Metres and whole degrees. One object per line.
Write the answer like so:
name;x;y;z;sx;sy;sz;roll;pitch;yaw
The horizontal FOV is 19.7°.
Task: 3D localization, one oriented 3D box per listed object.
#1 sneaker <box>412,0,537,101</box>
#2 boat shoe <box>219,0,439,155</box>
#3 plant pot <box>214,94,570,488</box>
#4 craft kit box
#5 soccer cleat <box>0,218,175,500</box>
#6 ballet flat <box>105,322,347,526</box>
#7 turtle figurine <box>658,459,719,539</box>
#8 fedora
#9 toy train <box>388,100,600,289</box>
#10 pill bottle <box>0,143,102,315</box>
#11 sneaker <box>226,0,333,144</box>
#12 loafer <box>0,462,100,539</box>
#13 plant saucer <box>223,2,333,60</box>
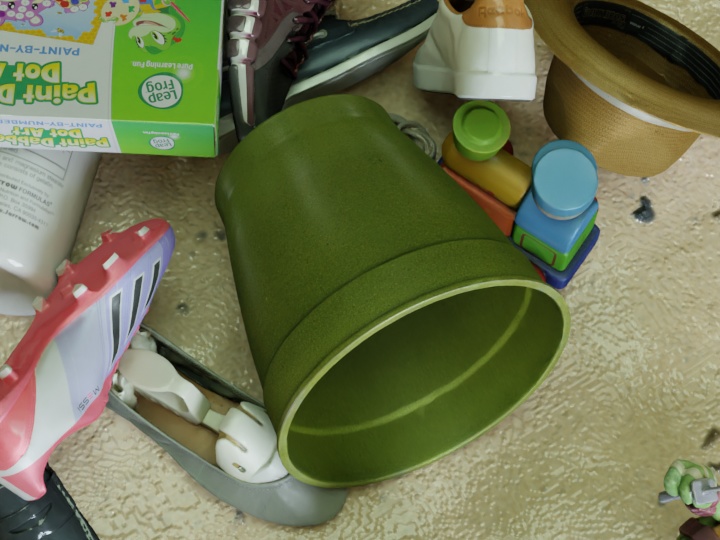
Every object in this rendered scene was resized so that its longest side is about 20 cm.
sneaker;0.080;-0.156;1.358;0.072;0.200;0.085;-1;96;-10
boat shoe;-0.035;-0.147;1.421;0.199;0.075;0.062;-28;82;-3
plant pot;0.000;0.000;1.310;0.199;0.201;0.194;-23;59;-11
craft kit box;-0.184;-0.170;1.321;0.198;0.049;0.199;2;65;-2
soccer cleat;-0.173;0.051;1.284;0.077;0.066;0.200;54;55;-24
ballet flat;-0.097;0.097;1.321;0.199;0.064;0.068;31;70;10
turtle figurine;0.204;0.195;1.235;0.193;0.144;0.200;-33;28;4
fedora;0.179;-0.118;1.385;0.199;0.082;0.201;23;25;-12
toy train;0.070;-0.077;1.370;0.199;0.116;0.085;34;70;11
pill bottle;-0.227;-0.082;1.362;0.113;0.115;0.201;13;67;3
sneaker;-0.028;-0.175;1.350;0.114;0.076;0.202;1;83;0
loafer;-0.216;0.150;1.291;0.068;0.070;0.201;-34;73;-14
plant saucer;-0.102;-0.248;1.469;0.198;0.050;0.202;1;68;-2
